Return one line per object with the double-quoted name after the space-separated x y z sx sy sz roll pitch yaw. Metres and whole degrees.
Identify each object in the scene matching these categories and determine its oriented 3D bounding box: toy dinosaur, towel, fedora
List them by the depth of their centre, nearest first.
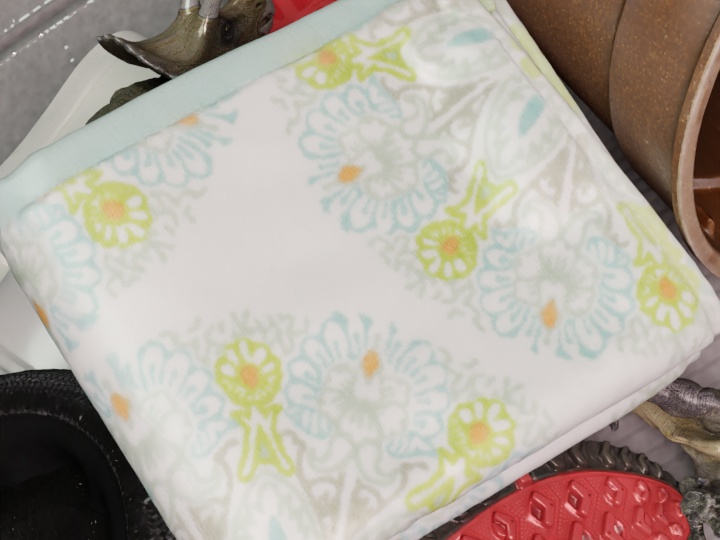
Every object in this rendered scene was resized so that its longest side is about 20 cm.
0.000 0.000 0.731 0.200 0.048 0.171 -29 73 -19 "towel"
-0.115 0.139 0.764 0.200 0.092 0.201 -15 56 23 "fedora"
0.127 0.062 0.790 0.200 0.088 0.048 36 108 30 "toy dinosaur"
-0.083 -0.027 0.838 0.077 0.102 0.200 -8 40 26 "toy dinosaur"

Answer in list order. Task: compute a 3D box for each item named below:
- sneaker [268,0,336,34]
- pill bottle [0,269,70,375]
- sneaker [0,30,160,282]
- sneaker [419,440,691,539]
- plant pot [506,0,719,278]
0.016 -0.092 0.866 0.200 0.116 0.078 37 81 25 "sneaker"
-0.152 0.106 0.873 0.120 0.120 0.200 35 93 29 "pill bottle"
-0.123 -0.004 0.928 0.085 0.073 0.200 31 86 31 "sneaker"
0.028 0.122 0.808 0.200 0.096 0.079 -21 80 -17 "sneaker"
0.128 -0.130 0.801 0.200 0.200 0.198 -48 53 3 "plant pot"
